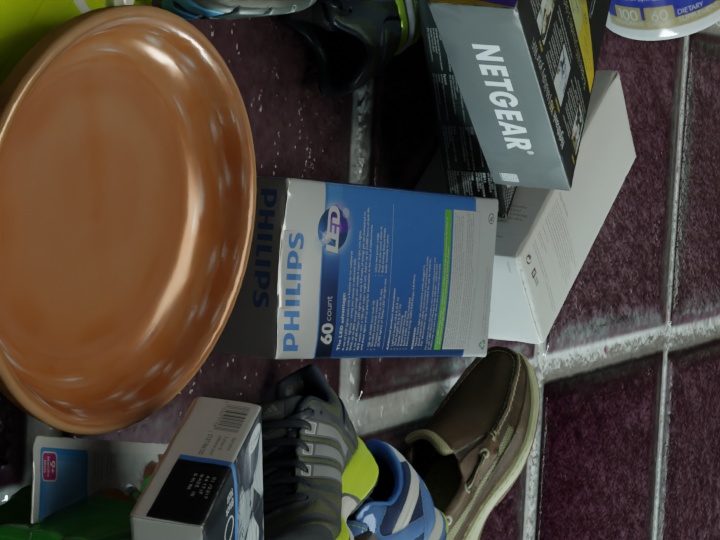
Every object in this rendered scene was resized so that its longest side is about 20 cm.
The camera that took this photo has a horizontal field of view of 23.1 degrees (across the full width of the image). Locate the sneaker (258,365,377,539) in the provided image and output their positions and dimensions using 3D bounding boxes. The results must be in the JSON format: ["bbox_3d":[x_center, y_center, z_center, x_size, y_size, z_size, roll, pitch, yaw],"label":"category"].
[{"bbox_3d":[-0.043,0.118,0.991,0.200,0.074,0.081,-70,140,-73],"label":"sneaker"}]

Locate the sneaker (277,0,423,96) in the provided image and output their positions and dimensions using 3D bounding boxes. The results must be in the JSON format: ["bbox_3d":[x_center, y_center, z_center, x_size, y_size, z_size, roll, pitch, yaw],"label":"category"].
[{"bbox_3d":[-0.018,-0.185,1.018,0.081,0.074,0.200,-59,141,-32],"label":"sneaker"}]

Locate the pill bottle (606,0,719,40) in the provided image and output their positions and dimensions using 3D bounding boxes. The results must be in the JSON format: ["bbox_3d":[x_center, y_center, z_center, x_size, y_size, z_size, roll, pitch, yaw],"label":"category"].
[{"bbox_3d":[0.228,-0.294,1.382,0.120,0.119,0.200,-57,140,-39],"label":"pill bottle"}]

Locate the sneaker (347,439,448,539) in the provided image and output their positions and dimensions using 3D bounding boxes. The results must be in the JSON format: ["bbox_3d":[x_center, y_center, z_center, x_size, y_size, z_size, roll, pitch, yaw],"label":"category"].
[{"bbox_3d":[-0.018,0.185,1.084,0.200,0.074,0.082,-53,133,-46],"label":"sneaker"}]

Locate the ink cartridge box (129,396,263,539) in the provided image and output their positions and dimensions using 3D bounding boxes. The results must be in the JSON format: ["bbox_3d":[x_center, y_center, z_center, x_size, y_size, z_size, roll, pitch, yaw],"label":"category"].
[{"bbox_3d":[-0.074,0.171,0.846,0.100,0.039,0.200,-67,162,-58],"label":"ink cartridge box"}]

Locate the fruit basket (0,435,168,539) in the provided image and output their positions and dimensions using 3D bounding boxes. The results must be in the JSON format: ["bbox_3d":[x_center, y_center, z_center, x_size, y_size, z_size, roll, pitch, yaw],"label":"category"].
[{"bbox_3d":[-0.119,0.178,0.880,0.200,0.094,0.186,18,79,-63],"label":"fruit basket"}]

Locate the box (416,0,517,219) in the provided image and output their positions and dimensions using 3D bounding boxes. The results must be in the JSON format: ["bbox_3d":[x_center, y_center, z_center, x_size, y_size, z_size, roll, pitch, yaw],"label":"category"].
[{"bbox_3d":[0.089,-0.170,1.147,0.193,0.047,0.200,-69,157,-44],"label":"box"}]

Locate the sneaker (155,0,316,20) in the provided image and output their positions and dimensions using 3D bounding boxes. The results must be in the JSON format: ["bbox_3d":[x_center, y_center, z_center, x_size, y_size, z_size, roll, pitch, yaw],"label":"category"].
[{"bbox_3d":[-0.036,-0.183,0.917,0.200,0.073,0.082,-33,121,-45],"label":"sneaker"}]

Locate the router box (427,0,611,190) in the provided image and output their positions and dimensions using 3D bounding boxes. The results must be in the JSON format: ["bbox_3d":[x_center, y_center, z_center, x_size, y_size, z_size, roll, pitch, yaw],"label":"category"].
[{"bbox_3d":[0.100,-0.163,1.027,0.200,0.052,0.158,62,39,-59],"label":"router box"}]

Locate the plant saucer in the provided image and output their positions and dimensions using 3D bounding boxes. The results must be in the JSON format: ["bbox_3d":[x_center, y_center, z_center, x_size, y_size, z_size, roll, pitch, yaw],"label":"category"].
[{"bbox_3d":[-0.121,-0.024,0.824,0.200,0.037,0.201,-23,117,-53],"label":"plant saucer"}]

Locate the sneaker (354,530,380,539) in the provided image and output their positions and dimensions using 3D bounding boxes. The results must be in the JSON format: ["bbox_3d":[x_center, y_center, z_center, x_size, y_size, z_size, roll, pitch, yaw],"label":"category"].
[{"bbox_3d":[-0.028,0.242,0.981,0.080,0.071,0.200,40,65,-12],"label":"sneaker"}]

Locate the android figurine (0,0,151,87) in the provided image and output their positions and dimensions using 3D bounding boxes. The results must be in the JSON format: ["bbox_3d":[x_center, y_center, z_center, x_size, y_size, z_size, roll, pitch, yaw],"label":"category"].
[{"bbox_3d":[-0.154,-0.109,0.821,0.200,0.041,0.182,-64,145,-30],"label":"android figurine"}]

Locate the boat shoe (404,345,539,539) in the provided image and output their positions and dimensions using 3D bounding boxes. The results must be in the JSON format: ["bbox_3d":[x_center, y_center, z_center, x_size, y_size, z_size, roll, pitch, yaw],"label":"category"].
[{"bbox_3d":[0.066,0.131,1.221,0.075,0.075,0.203,52,51,-43],"label":"boat shoe"}]

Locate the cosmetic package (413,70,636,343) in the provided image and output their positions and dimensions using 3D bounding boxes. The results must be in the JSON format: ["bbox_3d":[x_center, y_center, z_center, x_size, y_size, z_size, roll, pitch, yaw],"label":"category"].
[{"bbox_3d":[0.108,-0.051,1.226,0.200,0.107,0.085,-56,140,-38],"label":"cosmetic package"}]

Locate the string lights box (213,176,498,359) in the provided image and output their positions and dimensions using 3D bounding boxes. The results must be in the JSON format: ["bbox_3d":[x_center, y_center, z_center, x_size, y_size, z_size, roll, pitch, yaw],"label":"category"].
[{"bbox_3d":[0.000,0.000,1.055,0.200,0.059,0.103,3,92,-50],"label":"string lights box"}]
